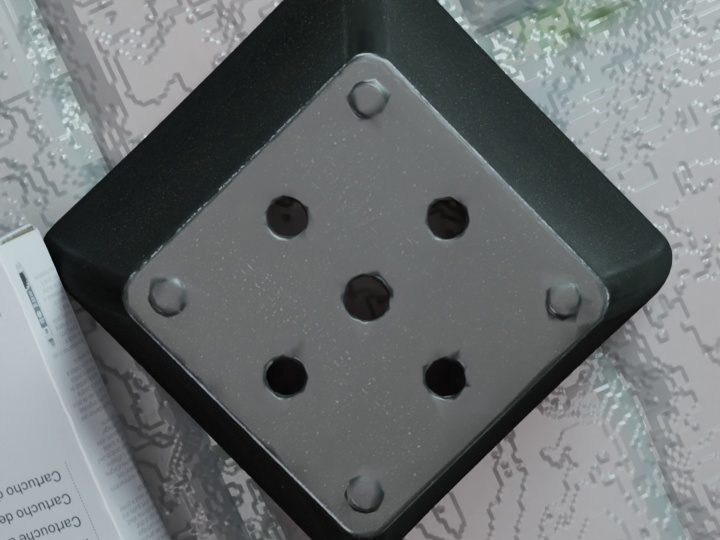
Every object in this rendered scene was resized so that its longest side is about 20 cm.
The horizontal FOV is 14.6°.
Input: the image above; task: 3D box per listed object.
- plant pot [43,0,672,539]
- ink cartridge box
[{"bbox_3d":[0.000,0.000,1.115,0.200,0.177,0.200,-44,94,3],"label":"plant pot"},{"bbox_3d":[-0.178,0.105,1.151,0.199,0.041,0.200,-21,96,27],"label":"ink cartridge box"}]
